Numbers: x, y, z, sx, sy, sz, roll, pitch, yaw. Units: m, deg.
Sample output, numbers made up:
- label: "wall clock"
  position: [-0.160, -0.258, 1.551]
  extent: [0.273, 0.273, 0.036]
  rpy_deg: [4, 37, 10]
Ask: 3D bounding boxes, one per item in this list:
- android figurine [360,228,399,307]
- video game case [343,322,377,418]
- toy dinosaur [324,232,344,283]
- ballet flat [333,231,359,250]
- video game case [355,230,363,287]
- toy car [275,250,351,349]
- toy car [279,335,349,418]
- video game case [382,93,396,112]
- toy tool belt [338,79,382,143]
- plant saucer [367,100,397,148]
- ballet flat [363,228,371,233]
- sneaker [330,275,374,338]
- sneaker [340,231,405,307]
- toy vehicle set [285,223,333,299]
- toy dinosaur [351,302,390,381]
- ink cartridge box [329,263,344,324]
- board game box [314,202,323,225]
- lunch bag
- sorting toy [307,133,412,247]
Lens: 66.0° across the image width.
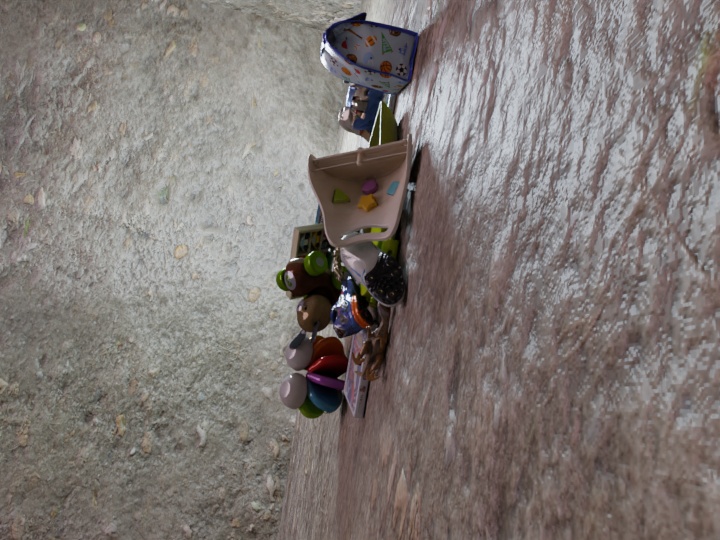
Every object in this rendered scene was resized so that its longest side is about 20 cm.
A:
- label: "android figurine"
  position: [0.037, -0.031, 1.076]
  extent: [0.182, 0.040, 0.204]
  rpy_deg: [-135, 55, -80]
- label: "video game case"
  position: [-0.003, 0.191, 1.165]
  extent: [0.200, 0.023, 0.186]
  rpy_deg: [-169, 88, -82]
- label: "toy dinosaur"
  position: [-0.036, -0.079, 1.167]
  extent: [0.088, 0.047, 0.203]
  rpy_deg: [69, -146, -63]
- label: "ballet flat"
  position: [-0.026, -0.117, 1.406]
  extent: [0.075, 0.073, 0.202]
  rpy_deg: [-93, 17, -57]
- label: "video game case"
  position: [0.000, 0.000, 1.301]
  extent: [0.183, 0.022, 0.203]
  rpy_deg: [100, 175, -54]
- label: "toy car"
  position: [-0.124, 0.085, 1.315]
  extent: [0.163, 0.156, 0.203]
  rpy_deg: [-25, 46, 48]
- label: "toy car"
  position: [-0.090, 0.257, 1.344]
  extent: [0.148, 0.174, 0.204]
  rpy_deg: [-8, 67, 43]
- label: "video game case"
  position: [0.066, -0.401, 1.391]
  extent: [0.143, 0.017, 0.204]
  rpy_deg: [-127, 46, -80]
- label: "toy tool belt"
  position: [0.018, -0.468, 1.552]
  extent: [0.123, 0.123, 0.203]
  rpy_deg: [41, 131, 44]
- label: "plant saucer"
  position: [0.044, -0.238, 1.245]
  extent: [0.201, 0.047, 0.202]
  rpy_deg: [108, 168, -50]
- label: "ballet flat"
  position: [0.024, -0.121, 1.158]
  extent: [0.201, 0.062, 0.070]
  rpy_deg: [67, -158, -48]
- label: "sneaker"
  position: [-0.028, 0.072, 1.110]
  extent: [0.076, 0.078, 0.200]
  rpy_deg: [55, -173, -14]
- label: "sneaker"
  position: [0.024, 0.003, 0.956]
  extent: [0.200, 0.071, 0.073]
  rpy_deg: [52, 168, 50]
- label: "toy vehicle set"
  position: [-0.126, -0.025, 1.444]
  extent: [0.026, 0.123, 0.203]
  rpy_deg: [40, 130, 41]
- label: "toy dinosaur"
  position: [0.022, 0.151, 0.980]
  extent: [0.106, 0.060, 0.202]
  rpy_deg: [-48, -18, -57]
- label: "ink cartridge box"
  position: [-0.054, 0.045, 1.536]
  extent: [0.115, 0.067, 0.204]
  rpy_deg: [-170, 89, -82]
- label: "board game box"
  position: [-0.057, -0.170, 1.492]
  extent: [0.150, 0.046, 0.203]
  rpy_deg: [-28, -42, -52]
- label: "lunch bag"
  position: [0.011, -0.475, 1.216]
  extent: [0.170, 0.196, 0.126]
  rpy_deg: [-143, 63, -82]
- label: "sorting toy"
  position: [0.007, -0.126, 0.986]
  extent: [0.107, 0.196, 0.183]
  rpy_deg: [57, -150, -53]
